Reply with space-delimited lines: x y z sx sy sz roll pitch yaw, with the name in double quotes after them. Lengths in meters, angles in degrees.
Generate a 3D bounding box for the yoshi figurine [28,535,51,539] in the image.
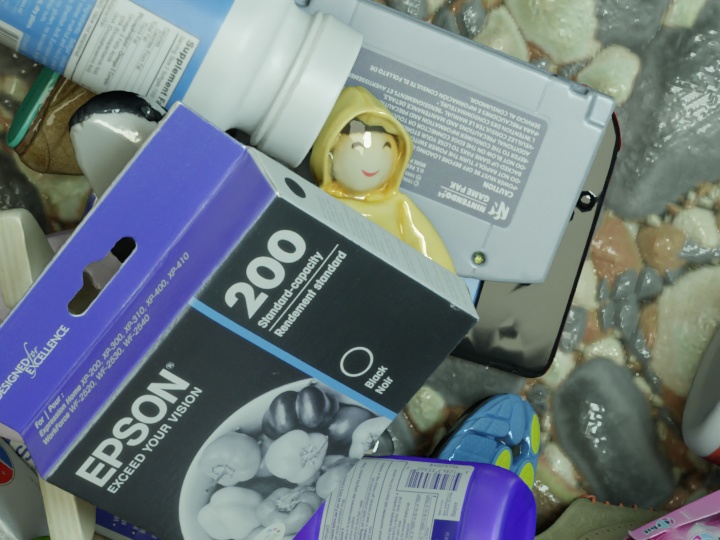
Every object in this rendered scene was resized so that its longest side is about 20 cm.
-0.149 0.201 1.159 0.111 0.200 0.113 18 78 16 "yoshi figurine"

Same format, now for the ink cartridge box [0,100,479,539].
-0.072 0.043 1.027 0.199 0.043 0.198 31 107 -30 "ink cartridge box"

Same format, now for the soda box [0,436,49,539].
-0.263 0.103 1.186 0.200 0.068 0.064 46 108 7 "soda box"

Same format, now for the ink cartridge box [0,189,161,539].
-0.095 0.075 1.204 0.198 0.047 0.199 23 104 4 "ink cartridge box"

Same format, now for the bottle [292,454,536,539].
-0.004 0.144 1.132 0.198 0.065 0.084 2 65 25 "bottle"

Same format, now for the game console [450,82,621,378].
0.041 -0.044 1.201 0.198 0.031 0.179 17 97 0 "game console"

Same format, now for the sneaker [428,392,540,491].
0.031 0.149 1.204 0.071 0.083 0.200 43 82 -31 "sneaker"

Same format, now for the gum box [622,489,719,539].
0.196 0.187 1.130 0.113 0.201 0.066 -21 61 -17 "gum box"

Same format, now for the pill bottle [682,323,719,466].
0.297 0.093 1.170 0.199 0.116 0.117 27 97 -2 "pill bottle"

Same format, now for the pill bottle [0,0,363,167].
-0.103 -0.138 1.089 0.199 0.112 0.113 27 97 -8 "pill bottle"

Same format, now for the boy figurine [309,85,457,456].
0.000 0.000 1.127 0.123 0.064 0.202 7 95 -12 "boy figurine"

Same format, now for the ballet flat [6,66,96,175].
-0.135 -0.143 1.179 0.072 0.068 0.201 23 97 -22 "ballet flat"

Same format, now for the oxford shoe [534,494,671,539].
0.159 0.159 1.207 0.198 0.071 0.075 -20 62 -11 "oxford shoe"

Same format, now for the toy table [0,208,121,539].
-0.160 0.047 1.126 0.198 0.117 0.185 -19 99 12 "toy table"

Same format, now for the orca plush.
-0.065 -0.034 1.068 0.199 0.071 0.105 33 135 -11 "orca plush"

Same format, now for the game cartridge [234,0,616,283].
0.032 -0.074 1.167 0.198 0.041 0.134 22 97 -2 "game cartridge"
